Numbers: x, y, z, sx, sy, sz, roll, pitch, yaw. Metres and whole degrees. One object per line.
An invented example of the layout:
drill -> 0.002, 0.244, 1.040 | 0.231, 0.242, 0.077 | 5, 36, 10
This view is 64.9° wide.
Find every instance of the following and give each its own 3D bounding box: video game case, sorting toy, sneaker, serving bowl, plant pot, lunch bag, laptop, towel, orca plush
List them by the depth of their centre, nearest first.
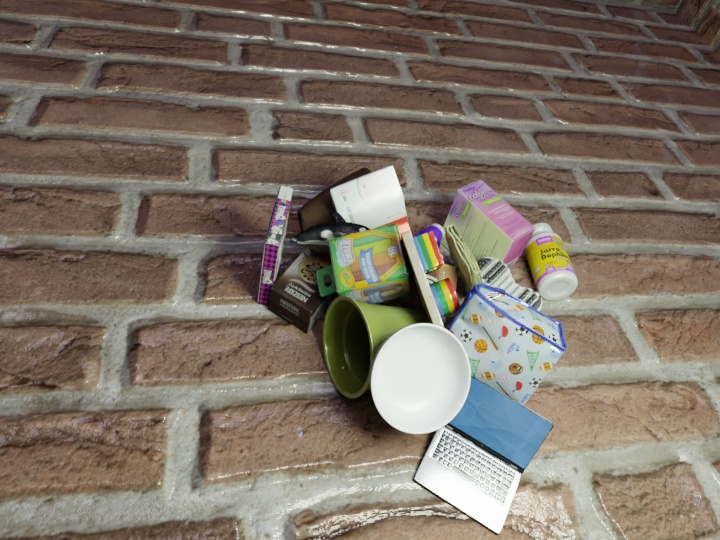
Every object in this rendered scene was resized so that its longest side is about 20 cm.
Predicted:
serving bowl -> 0.106, 0.197, 1.067 | 0.195, 0.066, 0.206 | -1, 94, -13
laptop -> 0.231, 0.345, 1.070 | 0.184, 0.117, 0.202 | 28, 60, 12
lunch bag -> 0.269, 0.138, 1.104 | 0.197, 0.173, 0.124 | 27, 25, 1
plant pot -> 0.047, 0.149, 1.187 | 0.186, 0.202, 0.202 | -3, 49, -32
sorting toy -> 0.150, 0.019, 1.197 | 0.068, 0.200, 0.203 | -19, 85, 2
video game case -> -0.193, -0.054, 1.275 | 0.035, 0.202, 0.184 | 11, 46, -6
orca plush -> -0.061, -0.093, 1.293 | 0.195, 0.105, 0.073 | -3, 72, 27
sneaker -> 0.350, 0.048, 1.360 | 0.075, 0.081, 0.201 | -37, 57, -6
towel -> 0.250, -0.014, 1.364 | 0.036, 0.200, 0.151 | -26, 63, 4
plant pot -> -0.052, -0.136, 1.415 | 0.196, 0.189, 0.189 | -20, 56, -15

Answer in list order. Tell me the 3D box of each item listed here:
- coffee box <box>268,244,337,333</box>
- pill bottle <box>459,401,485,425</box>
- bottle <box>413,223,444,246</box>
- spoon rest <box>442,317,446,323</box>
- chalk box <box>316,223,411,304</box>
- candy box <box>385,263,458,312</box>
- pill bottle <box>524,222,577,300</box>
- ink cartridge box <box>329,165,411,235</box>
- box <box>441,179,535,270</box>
coffee box -> -0.112, 0.030, 1.303 | 0.111, 0.081, 0.201 | 28, 48, 10
pill bottle -> 0.218, 0.253, 1.172 | 0.198, 0.114, 0.113 | 32, 49, 14
bottle -> 0.154, -0.049, 1.451 | 0.083, 0.066, 0.200 | 38, 50, 4
spoon rest -> 0.225, 0.182, 1.266 | 0.060, 0.100, 0.200 | -40, 51, -3
chalk box -> 0.000, 0.000, 1.215 | 0.195, 0.124, 0.127 | -14, 67, 1
candy box -> 0.128, 0.029, 1.331 | 0.195, 0.055, 0.118 | 15, 74, -17
pill bottle -> 0.497, -0.029, 1.499 | 0.101, 0.105, 0.203 | 4, 48, -11
ink cartridge box -> 0.033, -0.122, 1.325 | 0.159, 0.057, 0.204 | -21, 92, -4
box -> 0.320, -0.094, 1.460 | 0.095, 0.178, 0.200 | -25, 58, -32
